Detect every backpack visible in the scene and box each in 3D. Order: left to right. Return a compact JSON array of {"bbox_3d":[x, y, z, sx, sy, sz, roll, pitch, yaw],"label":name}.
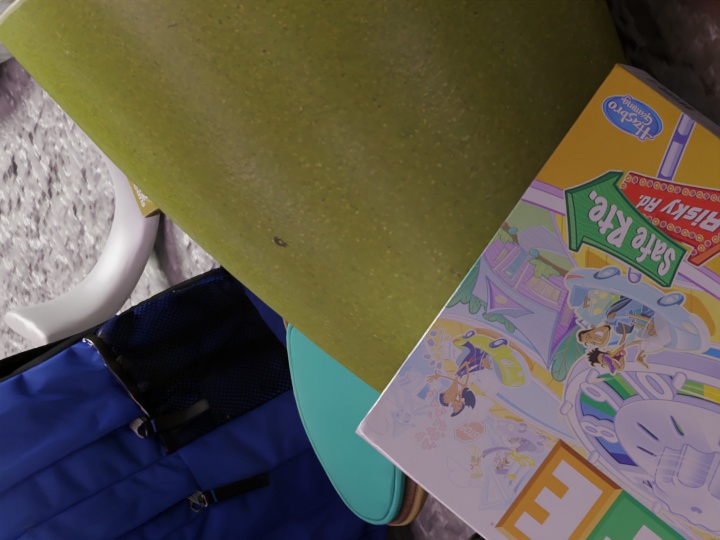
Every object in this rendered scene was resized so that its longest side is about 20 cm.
[{"bbox_3d":[-0.102,0.109,1.029,0.168,0.200,0.163,52,144,26],"label":"backpack"}]

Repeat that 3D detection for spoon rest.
[{"bbox_3d":[-0.118,-0.065,1.102,0.099,0.061,0.200,30,119,44],"label":"spoon rest"}]

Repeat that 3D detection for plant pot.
[{"bbox_3d":[0.015,-0.049,0.803,0.200,0.187,0.187,55,149,-5],"label":"plant pot"}]

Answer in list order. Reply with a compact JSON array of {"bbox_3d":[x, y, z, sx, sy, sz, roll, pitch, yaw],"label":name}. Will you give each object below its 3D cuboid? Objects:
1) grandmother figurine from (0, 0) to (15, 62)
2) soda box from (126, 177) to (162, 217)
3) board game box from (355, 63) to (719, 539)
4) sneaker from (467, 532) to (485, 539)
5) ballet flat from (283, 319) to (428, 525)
[{"bbox_3d":[-0.217,-0.130,1.208,0.200,0.061,0.121,8,143,52],"label":"grandmother figurine"},{"bbox_3d":[-0.086,-0.129,0.994,0.068,0.064,0.200,-28,84,58],"label":"soda box"},{"bbox_3d":[0.115,0.054,0.702,0.200,0.034,0.135,38,102,16],"label":"board game box"},{"bbox_3d":[0.084,0.166,0.917,0.200,0.060,0.104,38,136,48],"label":"sneaker"},{"bbox_3d":[0.000,0.000,0.943,0.069,0.063,0.200,3,118,47],"label":"ballet flat"}]
